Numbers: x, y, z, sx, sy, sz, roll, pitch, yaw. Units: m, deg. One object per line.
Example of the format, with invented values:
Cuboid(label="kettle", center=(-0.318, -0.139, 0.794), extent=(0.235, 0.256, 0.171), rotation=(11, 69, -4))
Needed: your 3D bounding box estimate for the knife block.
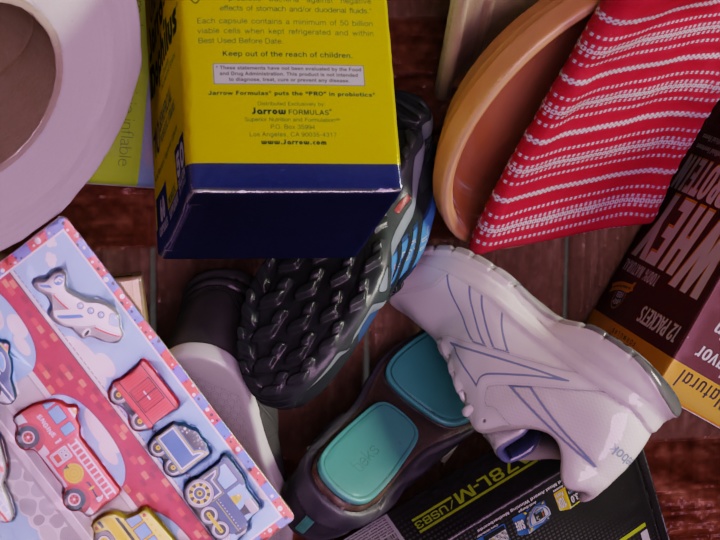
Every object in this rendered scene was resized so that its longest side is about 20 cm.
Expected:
Cuboid(label="knife block", center=(-0.134, 0.124, 1.348), extent=(0.063, 0.176, 0.201), rotation=(-6, 142, -4))

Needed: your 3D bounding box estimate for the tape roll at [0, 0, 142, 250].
Cuboid(label="tape roll", center=(-0.209, -0.103, 1.250), extent=(0.202, 0.071, 0.203), rotation=(-23, 133, -27))

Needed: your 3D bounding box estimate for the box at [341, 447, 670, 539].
Cuboid(label="box", center=(0.083, 0.182, 1.454), extent=(0.199, 0.048, 0.194), rotation=(-30, 136, -8))

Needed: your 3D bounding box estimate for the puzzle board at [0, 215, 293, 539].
Cuboid(label="puzzle board", center=(-0.152, 0.095, 1.313), extent=(0.150, 0.017, 0.200), rotation=(-37, 97, 1))

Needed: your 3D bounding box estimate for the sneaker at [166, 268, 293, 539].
Cuboid(label="sneaker", center=(-0.066, 0.083, 1.425), extent=(0.070, 0.100, 0.201), rotation=(4, 135, 12))

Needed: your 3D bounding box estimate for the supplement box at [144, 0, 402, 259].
Cuboid(label="supplement box", center=(-0.049, -0.117, 1.292), extent=(0.109, 0.109, 0.201), rotation=(0, 72, -13))

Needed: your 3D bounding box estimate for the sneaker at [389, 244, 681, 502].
Cuboid(label="sneaker", center=(0.079, 0.052, 1.387), extent=(0.087, 0.200, 0.074), rotation=(-54, 140, -5))

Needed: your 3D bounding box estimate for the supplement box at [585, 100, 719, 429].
Cuboid(label="supplement box", center=(0.271, 0.012, 1.467), extent=(0.197, 0.133, 0.201), rotation=(29, 93, -19))

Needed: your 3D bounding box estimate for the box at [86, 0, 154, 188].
Cuboid(label="box", center=(-0.115, -0.106, 1.382), extent=(0.199, 0.048, 0.123), rotation=(3, 102, -16))

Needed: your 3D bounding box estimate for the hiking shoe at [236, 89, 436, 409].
Cuboid(label="hiking shoe", center=(0.000, 0.000, 1.374), extent=(0.201, 0.074, 0.087), rotation=(-63, 149, -27))

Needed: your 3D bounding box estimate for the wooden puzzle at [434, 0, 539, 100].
Cuboid(label="wooden puzzle", center=(0.125, -0.177, 1.374), extent=(0.199, 0.185, 0.037), rotation=(-29, 78, -9))

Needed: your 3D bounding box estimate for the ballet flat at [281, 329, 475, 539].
Cuboid(label="ballet flat", center=(0.019, 0.092, 1.432), extent=(0.200, 0.073, 0.073), rotation=(-40, 115, -46))

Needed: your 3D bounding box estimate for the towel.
Cuboid(label="towel", center=(0.150, -0.090, 1.387), extent=(0.144, 0.023, 0.201), rotation=(-10, 141, -40))

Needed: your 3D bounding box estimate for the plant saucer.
Cuboid(label="plant saucer", center=(0.118, -0.096, 1.402), extent=(0.199, 0.038, 0.201), rotation=(-29, 150, -19))
